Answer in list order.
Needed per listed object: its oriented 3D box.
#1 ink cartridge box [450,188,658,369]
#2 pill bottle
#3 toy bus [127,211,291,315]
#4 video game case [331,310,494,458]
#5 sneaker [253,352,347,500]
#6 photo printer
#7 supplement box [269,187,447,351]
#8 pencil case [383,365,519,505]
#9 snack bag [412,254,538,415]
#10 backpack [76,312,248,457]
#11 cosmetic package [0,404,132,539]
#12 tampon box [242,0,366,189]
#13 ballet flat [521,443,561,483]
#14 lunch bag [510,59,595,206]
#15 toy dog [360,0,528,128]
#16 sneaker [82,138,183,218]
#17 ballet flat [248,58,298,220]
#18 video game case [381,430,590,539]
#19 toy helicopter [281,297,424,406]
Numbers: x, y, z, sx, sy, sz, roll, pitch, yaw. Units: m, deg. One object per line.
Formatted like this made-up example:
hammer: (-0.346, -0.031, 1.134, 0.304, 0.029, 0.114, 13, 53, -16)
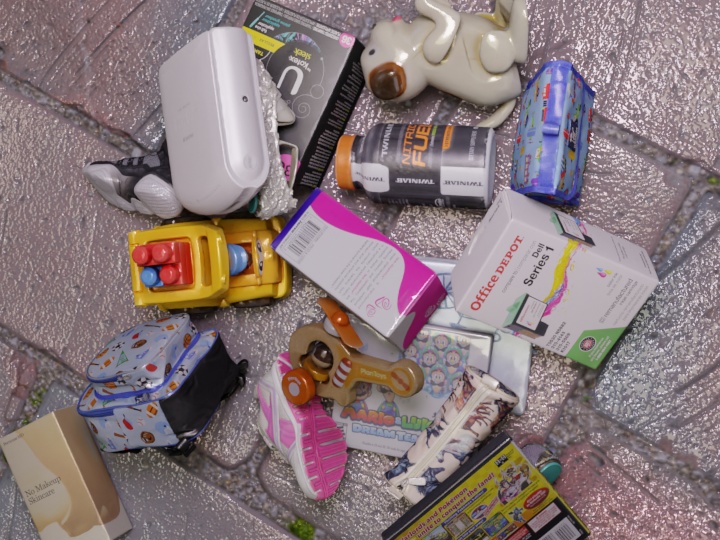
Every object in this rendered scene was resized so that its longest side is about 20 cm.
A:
ink cartridge box: (0.229, 0.011, 1.156, 0.200, 0.084, 0.145, 22, 119, -11)
pill bottle: (0.070, -0.135, 1.235, 0.200, 0.106, 0.106, 4, 91, 12)
toy bus: (-0.207, -0.012, 1.254, 0.200, 0.192, 0.136, -5, 88, 11)
video game case: (0.065, 0.158, 1.263, 0.200, 0.024, 0.182, 9, 96, 15)
sneaker: (-0.085, 0.215, 1.279, 0.088, 0.081, 0.200, -39, 59, 36)
photo printer: (-0.176, -0.168, 1.142, 0.166, 0.069, 0.200, -11, 86, 56)
supplement box: (0.000, 0.000, 1.228, 0.200, 0.103, 0.101, 37, 86, 22)
pencil case: (0.113, 0.208, 1.197, 0.078, 0.089, 0.200, 38, 101, 10)
snack bag: (0.141, 0.087, 1.264, 0.188, 0.021, 0.200, 6, 94, 13)
backpack: (-0.279, 0.157, 1.271, 0.190, 0.200, 0.154, -23, 105, 26)
cosmetic package: (-0.419, 0.304, 1.363, 0.105, 0.071, 0.200, -28, 85, 12)
tampon box: (-0.096, -0.229, 1.260, 0.150, 0.126, 0.200, 25, 96, 12)
ballet flat: (0.178, 0.304, 1.240, 0.072, 0.072, 0.200, 39, 95, 10)
lunch bag: (0.227, -0.162, 1.151, 0.094, 0.200, 0.151, 9, 93, 13)
toy dog: (0.100, -0.273, 1.215, 0.200, 0.140, 0.194, -5, 126, 0)
sneaker: (-0.293, -0.141, 1.333, 0.200, 0.076, 0.114, 16, 59, 37)
ballet flat: (-0.111, -0.163, 1.175, 0.072, 0.072, 0.200, -3, 93, 12)
video game case: (0.157, 0.325, 1.186, 0.200, 0.026, 0.181, -40, 107, 2)
toy helicopter: (-0.008, 0.110, 1.202, 0.200, 0.079, 0.132, 9, 106, 34)
